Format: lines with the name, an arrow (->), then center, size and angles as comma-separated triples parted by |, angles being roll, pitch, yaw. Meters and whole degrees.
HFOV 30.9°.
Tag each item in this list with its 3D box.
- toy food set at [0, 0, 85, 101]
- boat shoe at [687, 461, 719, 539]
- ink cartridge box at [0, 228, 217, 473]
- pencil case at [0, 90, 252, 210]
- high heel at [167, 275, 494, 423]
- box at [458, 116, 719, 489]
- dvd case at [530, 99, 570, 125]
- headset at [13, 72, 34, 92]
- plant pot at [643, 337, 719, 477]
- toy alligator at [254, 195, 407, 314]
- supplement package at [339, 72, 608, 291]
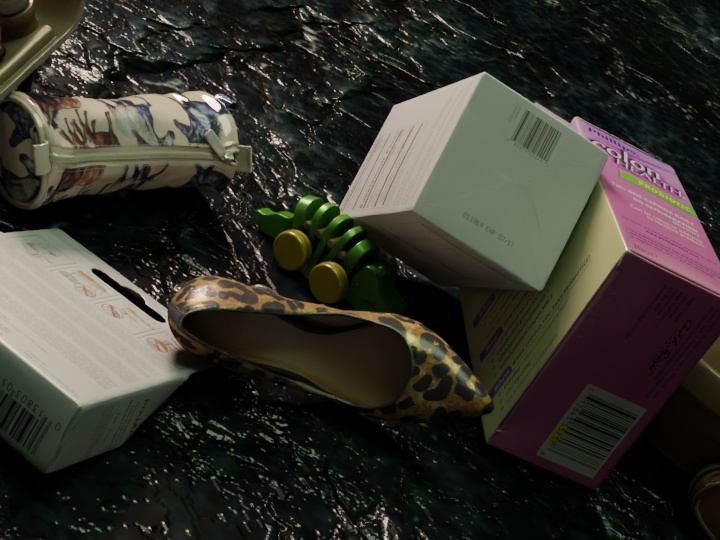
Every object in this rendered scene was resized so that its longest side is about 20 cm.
toy food set -> -0.294, -0.157, 0.857 | 0.142, 0.061, 0.200 | 23, 55, 23
boat shoe -> 0.311, 0.207, 0.892 | 0.199, 0.072, 0.068 | 34, 29, 12
ink cartridge box -> -0.184, 0.038, 0.778 | 0.162, 0.057, 0.200 | 36, 9, 13
pencil case -> -0.172, -0.089, 0.931 | 0.089, 0.079, 0.199 | 5, 9, 39
high heel -> -0.020, 0.057, 0.811 | 0.198, 0.072, 0.142 | 21, 8, 17
box -> 0.164, 0.020, 0.951 | 0.096, 0.177, 0.201 | 24, 28, -16
dvd case -> 0.247, -0.113, 1.410 | 0.199, 0.018, 0.143 | 34, 30, 9
headset -> -0.294, -0.156, 0.971 | 0.123, 0.094, 0.200 | 31, 44, 6
plant pot -> 0.279, 0.103, 1.000 | 0.199, 0.093, 0.201 | 26, 22, -11
toy alligator -> 0.000, 0.000, 0.970 | 0.200, 0.055, 0.059 | 41, 31, 21
supplement package -> 0.073, -0.060, 0.965 | 0.113, 0.110, 0.200 | 31, -8, -15
